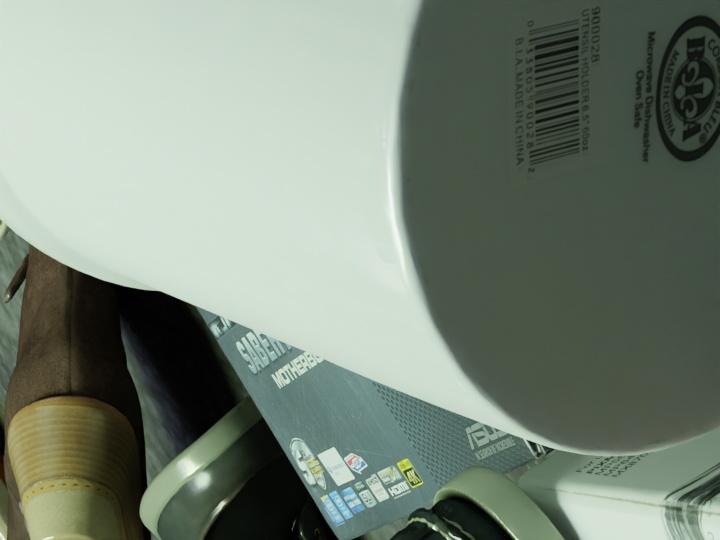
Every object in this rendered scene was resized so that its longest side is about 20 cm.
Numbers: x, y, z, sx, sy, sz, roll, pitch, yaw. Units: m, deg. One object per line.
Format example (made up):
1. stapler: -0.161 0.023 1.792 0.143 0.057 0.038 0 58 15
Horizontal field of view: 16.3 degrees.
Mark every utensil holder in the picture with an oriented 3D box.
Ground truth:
1. utensil holder: 0.012 -0.058 0.602 0.199 0.169 0.171 20 136 50

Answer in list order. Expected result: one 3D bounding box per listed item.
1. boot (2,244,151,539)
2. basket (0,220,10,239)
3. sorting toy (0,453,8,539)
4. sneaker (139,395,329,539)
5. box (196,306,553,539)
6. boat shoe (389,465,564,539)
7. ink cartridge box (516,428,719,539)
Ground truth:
1. boot: -0.121 0.076 1.096 0.200 0.072 0.168 101 168 -61
2. basket: -0.161 -0.108 0.844 0.161 0.198 0.200 48 154 12
3. sorting toy: -0.237 0.104 1.439 0.186 0.036 0.200 57 161 4
4. sneaker: -0.026 0.126 1.012 0.106 0.075 0.200 46 163 19
5. box: 0.000 0.000 0.828 0.158 0.051 0.200 60 157 2
6. boat shoe: 0.059 0.154 0.670 0.200 0.066 0.074 61 157 -7
7. ink cartridge box: 0.143 0.101 0.625 0.200 0.083 0.145 0 119 63
